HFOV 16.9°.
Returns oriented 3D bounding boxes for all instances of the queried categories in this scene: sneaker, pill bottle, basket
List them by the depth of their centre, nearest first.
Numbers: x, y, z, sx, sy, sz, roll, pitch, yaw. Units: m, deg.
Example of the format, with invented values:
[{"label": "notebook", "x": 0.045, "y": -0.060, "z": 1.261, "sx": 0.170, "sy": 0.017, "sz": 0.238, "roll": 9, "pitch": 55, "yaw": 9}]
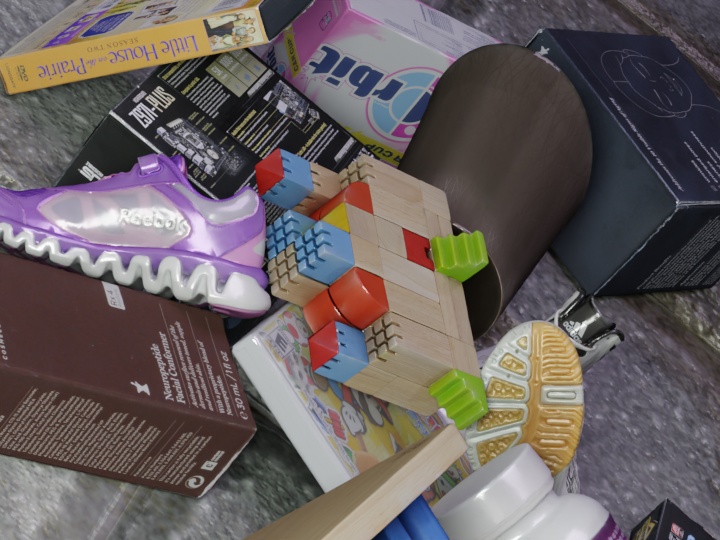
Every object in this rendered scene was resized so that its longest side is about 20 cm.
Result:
[{"label": "pill bottle", "x": 0.129, "y": 0.210, "z": 1.488, "sx": 0.200, "sy": 0.112, "sz": 0.112, "roll": 54, "pitch": 29, "yaw": -2}, {"label": "sneaker", "x": -0.144, "y": -0.034, "z": 1.495, "sx": 0.199, "sy": 0.089, "sz": 0.080, "roll": 14, "pitch": -4, "yaw": 2}, {"label": "sneaker", "x": 0.107, "y": 0.122, "z": 1.573, "sx": 0.075, "sy": 0.201, "sz": 0.088, "roll": 5, "pitch": 17, "yaw": 7}, {"label": "sneaker", "x": 0.112, "y": 0.060, "z": 1.702, "sx": 0.076, "sy": 0.115, "sz": 0.200, "roll": 49, "pitch": 30, "yaw": 15}, {"label": "basket", "x": 0.080, "y": -0.044, "z": 1.778, "sx": 0.136, "sy": 0.181, "sz": 0.200, "roll": 13, "pitch": 35, "yaw": 14}]

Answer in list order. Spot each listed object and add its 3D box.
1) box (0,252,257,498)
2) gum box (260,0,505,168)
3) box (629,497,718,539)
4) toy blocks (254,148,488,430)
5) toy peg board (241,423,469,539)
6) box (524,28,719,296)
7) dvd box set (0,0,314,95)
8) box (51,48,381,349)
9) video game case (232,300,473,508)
[{"label": "box", "x": -0.168, "y": 0.059, "z": 1.420, "sx": 0.200, "sy": 0.075, "sz": 0.100, "roll": 15, "pitch": 38, "yaw": -35}, {"label": "gum box", "x": 0.034, "y": -0.145, "z": 1.888, "sx": 0.200, "sy": 0.114, "sz": 0.066, "roll": 23, "pitch": 34, "yaw": -29}, {"label": "box", "x": 0.257, "y": 0.278, "z": 1.647, "sx": 0.198, "sy": 0.050, "sz": 0.200, "roll": 37, "pitch": 30, "yaw": -6}, {"label": "toy blocks", "x": 0.000, "y": 0.000, "z": 1.533, "sx": 0.136, "sy": 0.100, "sz": 0.200, "roll": 23, "pitch": 44, "yaw": -37}, {"label": "toy peg board", "x": -0.036, "y": 0.194, "z": 1.283, "sx": 0.098, "sy": 0.199, "sz": 0.200, "roll": 58, "pitch": 30, "yaw": -2}, {"label": "box", "x": 0.227, "y": -0.092, "z": 2.035, "sx": 0.196, "sy": 0.124, "sz": 0.200, "roll": -1, "pitch": 50, "yaw": -52}, {"label": "dvd box set", "x": -0.133, "y": -0.173, "z": 1.667, "sx": 0.146, "sy": 0.199, "sz": 0.029, "roll": -55, "pitch": 132, "yaw": -62}, {"label": "box", "x": -0.096, "y": -0.063, "z": 1.653, "sx": 0.164, "sy": 0.086, "sz": 0.200, "roll": 39, "pitch": 29, "yaw": -3}, {"label": "video game case", "x": 0.008, "y": 0.103, "z": 1.546, "sx": 0.200, "sy": 0.023, "sz": 0.182, "roll": 56, "pitch": 22, "yaw": -3}]
